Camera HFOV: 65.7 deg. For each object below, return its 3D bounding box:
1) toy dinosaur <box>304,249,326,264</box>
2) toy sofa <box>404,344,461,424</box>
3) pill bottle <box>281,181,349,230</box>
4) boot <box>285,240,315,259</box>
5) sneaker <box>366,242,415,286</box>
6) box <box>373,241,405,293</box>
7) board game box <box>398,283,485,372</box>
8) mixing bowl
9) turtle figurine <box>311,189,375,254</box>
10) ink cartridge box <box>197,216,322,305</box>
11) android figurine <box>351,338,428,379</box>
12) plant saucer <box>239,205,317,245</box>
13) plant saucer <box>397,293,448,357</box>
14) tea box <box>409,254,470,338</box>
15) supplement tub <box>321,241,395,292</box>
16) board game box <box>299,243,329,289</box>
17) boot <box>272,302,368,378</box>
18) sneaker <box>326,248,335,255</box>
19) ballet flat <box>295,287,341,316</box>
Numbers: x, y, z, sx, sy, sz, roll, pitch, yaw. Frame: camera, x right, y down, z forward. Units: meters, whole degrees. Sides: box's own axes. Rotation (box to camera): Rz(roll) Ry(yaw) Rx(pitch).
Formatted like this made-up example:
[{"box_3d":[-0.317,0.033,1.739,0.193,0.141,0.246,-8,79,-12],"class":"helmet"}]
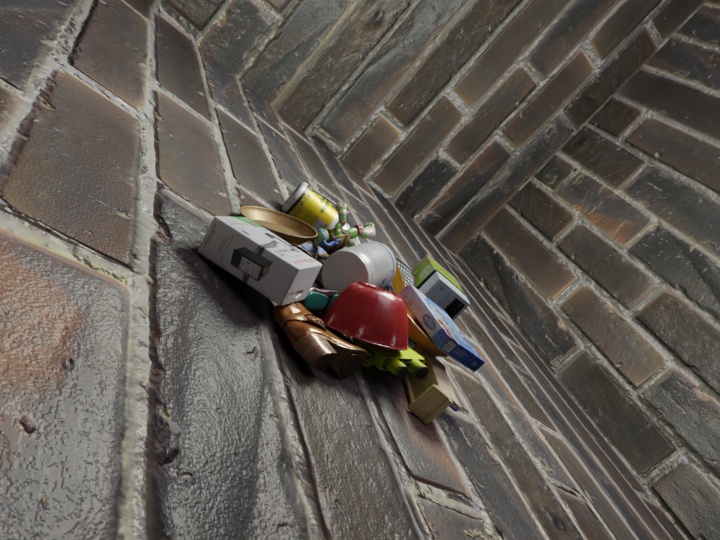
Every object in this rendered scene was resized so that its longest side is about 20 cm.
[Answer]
[{"box_3d":[-0.175,-0.043,1.395,0.200,0.061,0.106,28,5,-6],"class":"toy dinosaur"},{"box_3d":[0.157,0.269,1.312,0.098,0.083,0.200,43,13,-20],"class":"toy sofa"},{"box_3d":[-0.133,-0.167,1.708,0.200,0.112,0.113,40,15,-15],"class":"pill bottle"},{"box_3d":[-0.189,-0.048,1.293,0.200,0.075,0.074,36,19,-23],"class":"boot"},{"box_3d":[0.080,0.011,1.717,0.202,0.077,0.146,39,-21,14],"class":"sneaker"},{"box_3d":[0.074,0.016,1.582,0.119,0.041,0.201,17,-47,62],"class":"box"},{"box_3d":[0.205,0.144,1.404,0.200,0.043,0.199,36,14,-46],"class":"board game box"},{"box_3d":[0.025,0.090,1.211,0.199,0.109,0.200,19,2,-1],"class":"mixing bowl"},{"box_3d":[-0.068,-0.123,1.514,0.194,0.144,0.200,8,19,-48],"class":"turtle figurine"},{"box_3d":[-0.193,-0.023,1.105,0.200,0.084,0.146,31,11,10],"class":"ink cartridge box"},{"box_3d":[0.058,0.186,1.260,0.182,0.041,0.200,8,14,-39],"class":"android figurine"},{"box_3d":[-0.205,-0.106,1.373,0.200,0.036,0.200,19,16,-6],"class":"plant saucer"},{"box_3d":[0.146,0.143,1.397,0.200,0.037,0.200,44,10,-10],"class":"plant saucer"},{"box_3d":[0.198,0.092,1.697,0.134,0.200,0.197,39,13,-18],"class":"tea box"},{"box_3d":[0.000,0.000,1.411,0.132,0.132,0.200,46,24,10],"class":"supplement tub"},{"box_3d":[-0.083,0.009,1.495,0.200,0.034,0.135,46,15,8],"class":"board game box"},{"box_3d":[-0.076,0.131,1.104,0.155,0.074,0.200,44,7,31],"class":"boot"},{"box_3d":[-0.003,-0.003,1.618,0.201,0.067,0.108,32,3,39],"class":"sneaker"},{"box_3d":[-0.091,0.067,1.270,0.071,0.069,0.200,29,4,35],"class":"ballet flat"}]
